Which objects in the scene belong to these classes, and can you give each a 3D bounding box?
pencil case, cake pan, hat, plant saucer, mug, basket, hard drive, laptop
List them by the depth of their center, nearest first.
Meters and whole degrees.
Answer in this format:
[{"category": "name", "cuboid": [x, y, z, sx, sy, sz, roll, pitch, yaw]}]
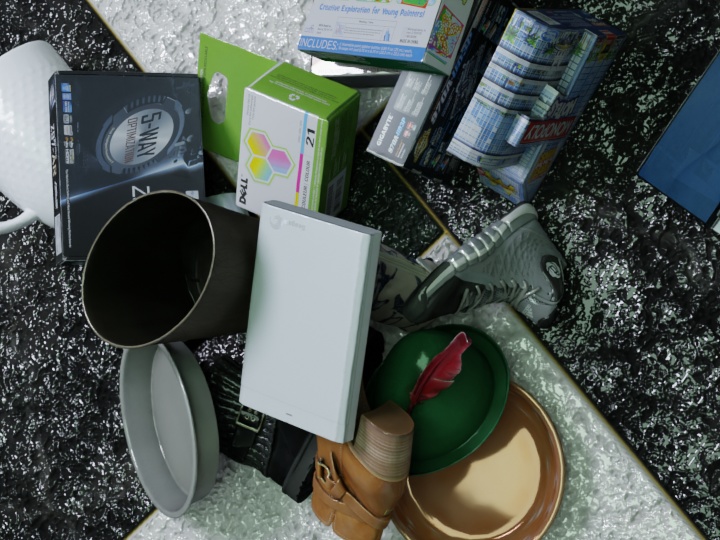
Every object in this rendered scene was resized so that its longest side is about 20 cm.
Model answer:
[{"category": "laptop", "cuboid": [0.401, -0.107, 1.428, 0.199, 0.116, 0.188, 37, 100, 17]}, {"category": "hard drive", "cuboid": [-0.050, 0.047, 1.432, 0.131, 0.026, 0.203, 17, 107, 34]}, {"category": "hat", "cuboid": [0.043, 0.085, 1.468, 0.198, 0.176, 0.167, -27, 49, 18]}, {"category": "pencil case", "cuboid": [0.000, 0.000, 1.520, 0.089, 0.199, 0.078, -42, 47, 27]}, {"category": "basket", "cuboid": [-0.153, 0.004, 1.524, 0.180, 0.199, 0.137, -36, 69, 26]}, {"category": "plant saucer", "cuboid": [0.116, 0.204, 1.552, 0.197, 0.037, 0.203, -1, 87, 20]}, {"category": "cake pan", "cuboid": [-0.203, 0.160, 1.608, 0.200, 0.036, 0.203, 27, 122, 55]}, {"category": "mug", "cuboid": [-0.367, -0.124, 1.668, 0.199, 0.148, 0.176, -38, 85, -18]}]

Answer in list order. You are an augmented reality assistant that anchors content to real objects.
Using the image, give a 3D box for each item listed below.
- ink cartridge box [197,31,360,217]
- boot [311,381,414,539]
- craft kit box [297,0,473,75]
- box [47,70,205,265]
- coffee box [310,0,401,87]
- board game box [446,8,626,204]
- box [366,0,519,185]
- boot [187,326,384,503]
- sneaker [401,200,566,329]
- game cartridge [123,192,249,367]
[{"category": "ink cartridge box", "cuboid": [-0.108, -0.144, 1.595, 0.198, 0.076, 0.149, 23, 129, 19]}, {"category": "boot", "cuboid": [-0.024, 0.169, 1.511, 0.199, 0.076, 0.157, 37, 129, 33]}, {"category": "craft kit box", "cuboid": [0.039, -0.295, 1.464, 0.199, 0.048, 0.200, 16, 90, 50]}, {"category": "box", "cuboid": [-0.248, -0.108, 1.610, 0.158, 0.043, 0.203, -1, 84, -22]}, {"category": "coffee box", "cuboid": [0.013, -0.299, 1.593, 0.111, 0.080, 0.203, 0, 87, 20]}, {"category": "board game box", "cuboid": [0.166, -0.155, 1.494, 0.061, 0.199, 0.202, 32, 111, 19]}, {"category": "box", "cuboid": [0.090, -0.192, 1.519, 0.046, 0.159, 0.202, 26, 96, 19]}, {"category": "boot", "cuboid": [-0.083, 0.123, 1.603, 0.157, 0.079, 0.213, 32, 98, 18]}, {"category": "sneaker", "cuboid": [0.138, 0.021, 1.491, 0.116, 0.199, 0.075, 50, 147, 5]}, {"category": "game cartridge", "cuboid": [-0.199, 0.005, 1.674, 0.199, 0.041, 0.134, -30, 82, 15]}]
